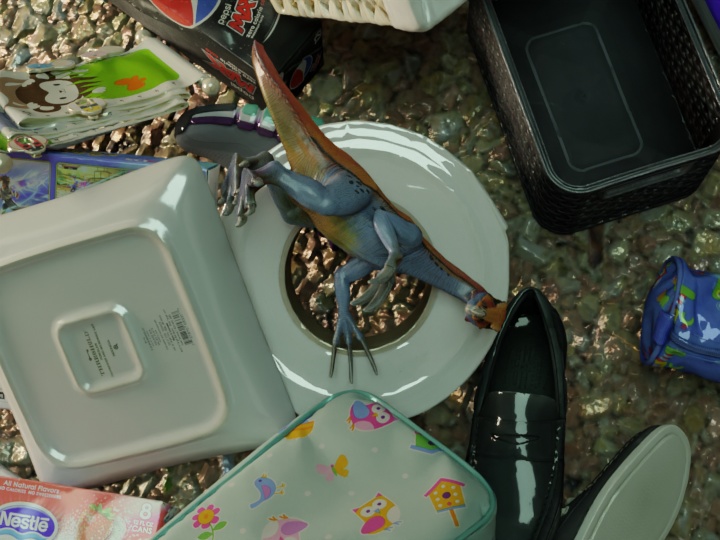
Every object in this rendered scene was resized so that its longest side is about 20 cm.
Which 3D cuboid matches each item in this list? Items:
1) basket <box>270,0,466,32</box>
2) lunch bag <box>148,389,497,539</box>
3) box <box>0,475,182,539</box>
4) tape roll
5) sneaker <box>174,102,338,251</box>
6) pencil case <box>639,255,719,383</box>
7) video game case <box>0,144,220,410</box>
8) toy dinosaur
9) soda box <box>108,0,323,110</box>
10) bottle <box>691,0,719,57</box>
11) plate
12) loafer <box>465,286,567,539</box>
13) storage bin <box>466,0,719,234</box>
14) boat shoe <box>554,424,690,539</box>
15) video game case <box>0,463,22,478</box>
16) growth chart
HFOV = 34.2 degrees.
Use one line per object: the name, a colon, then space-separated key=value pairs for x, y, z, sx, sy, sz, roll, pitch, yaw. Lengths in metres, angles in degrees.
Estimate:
basket: x=0.018 y=-0.292 z=0.781 sx=0.160 sy=0.201 sz=0.198 roll=14 pitch=49 yaw=47
lunch bag: x=-0.024 y=0.168 z=0.691 sx=0.199 sy=0.078 sz=0.160 roll=-35 pitch=44 yaw=-26
box: x=-0.221 y=0.185 z=0.749 sx=0.198 sy=0.095 sz=0.104 roll=7 pitch=75 yaw=4
tape roll: x=0.000 y=0.000 z=0.793 sx=0.200 sy=0.071 sz=0.204 roll=0 pitch=94 yaw=0
sneaker: x=-0.044 y=-0.064 z=0.848 sx=0.198 sy=0.074 sz=0.088 roll=9 pitch=80 yaw=5
pencil case: x=0.290 y=0.053 z=0.790 sx=0.198 sy=0.087 sz=0.079 roll=16 pitch=108 yaw=8
video game case: x=-0.201 y=0.008 z=0.810 sx=0.198 sy=0.045 sz=0.183 roll=6 pitch=103 yaw=4
toy dinosaur: x=0.011 y=-0.031 z=0.715 sx=0.180 sy=0.105 sz=0.202 roll=11 pitch=84 yaw=-19
soda box: x=-0.123 y=-0.204 z=0.889 sx=0.199 sy=0.071 sz=0.063 roll=35 pitch=75 yaw=11
bottle: x=0.305 y=-0.178 z=0.864 sx=0.083 sy=0.065 sz=0.201 roll=-21 pitch=74 yaw=-3
plate: x=-0.163 y=0.047 z=0.760 sx=0.198 sy=0.032 sz=0.201 roll=-16 pitch=104 yaw=16
loafer: x=0.100 y=0.103 z=0.764 sx=0.067 sy=0.071 sz=0.202 roll=1 pitch=54 yaw=16
storage bin: x=0.167 y=-0.144 z=0.848 sx=0.134 sy=0.094 sz=0.201 roll=-17 pitch=75 yaw=-2
boat shoe: x=0.147 y=0.183 z=0.772 sx=0.074 sy=0.060 sz=0.201 roll=40 pitch=77 yaw=-31
video game case: x=-0.290 y=0.219 z=0.803 sx=0.199 sy=0.024 sz=0.183 roll=30 pitch=78 yaw=11
growth chart: x=-0.202 y=-0.126 z=0.830 sx=0.199 sy=0.018 sz=0.144 roll=-26 pitch=42 yaw=-35
